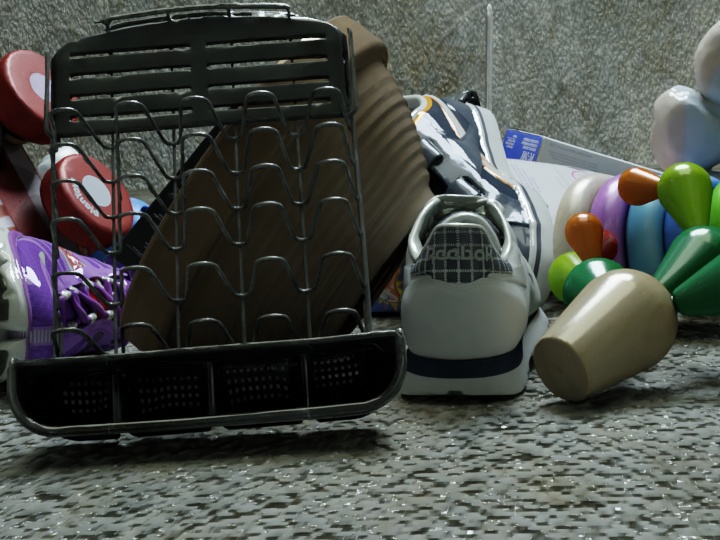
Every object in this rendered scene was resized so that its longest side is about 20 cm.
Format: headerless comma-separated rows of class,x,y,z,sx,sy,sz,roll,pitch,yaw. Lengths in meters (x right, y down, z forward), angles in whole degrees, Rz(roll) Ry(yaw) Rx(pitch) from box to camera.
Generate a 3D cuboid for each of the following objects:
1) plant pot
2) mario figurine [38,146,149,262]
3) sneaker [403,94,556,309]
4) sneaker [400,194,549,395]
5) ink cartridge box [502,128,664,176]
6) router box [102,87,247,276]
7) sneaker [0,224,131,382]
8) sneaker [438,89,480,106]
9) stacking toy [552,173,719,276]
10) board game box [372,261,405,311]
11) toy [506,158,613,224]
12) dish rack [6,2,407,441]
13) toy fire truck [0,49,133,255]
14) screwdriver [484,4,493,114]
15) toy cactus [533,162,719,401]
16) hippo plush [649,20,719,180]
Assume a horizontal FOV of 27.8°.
plant pot,-0.027,-0.020,0.741,0.093,0.201,0.201,36,13,6
mario figurine,-0.206,-0.048,1.190,0.199,0.124,0.106,0,18,-10
sneaker,0.054,-0.039,0.876,0.079,0.079,0.200,11,30,-20
sneaker,0.054,-0.001,0.712,0.076,0.081,0.200,-5,12,3
ink cartridge box,0.205,-0.055,1.071,0.199,0.044,0.094,15,6,-12
router box,-0.096,-0.055,1.045,0.052,0.157,0.200,40,9,0
sneaker,-0.156,0.014,0.776,0.083,0.081,0.200,2,5,-3
sneaker,0.035,-0.093,1.059,0.090,0.076,0.200,-2,2,22
stacking toy,0.205,-0.016,0.765,0.199,0.086,0.085,-3,5,38
board game box,0.000,0.000,1.006,0.134,0.035,0.200,-1,6,10
toy,0.194,-0.018,0.962,0.199,0.047,0.115,5,28,-17
dish rack,-0.065,-0.027,0.604,0.152,0.201,0.055,-4,-21,-2
toy fire truck,-0.258,-0.056,0.958,0.112,0.201,0.168,-33,-9,26
screwdriver,0.087,-0.080,0.961,0.028,0.201,0.029,11,-9,-40
toy cactus,0.141,0.014,0.660,0.165,0.103,0.199,-31,24,-34
hippo plush,0.273,-0.081,0.880,0.200,0.159,0.161,-46,-14,20
